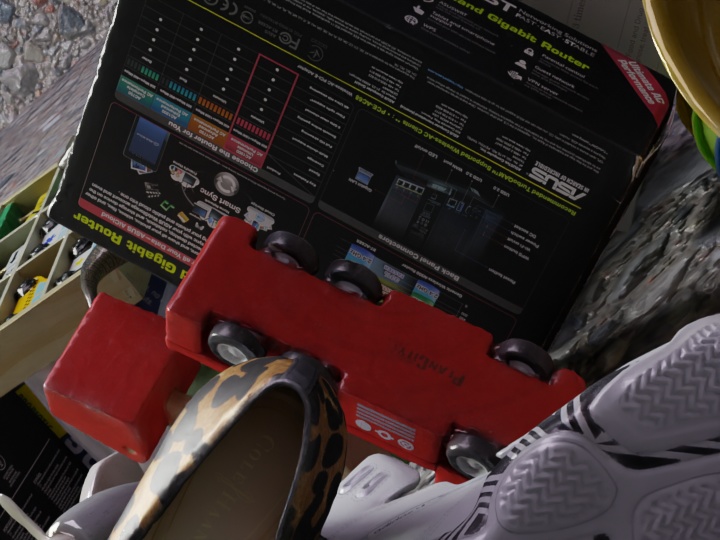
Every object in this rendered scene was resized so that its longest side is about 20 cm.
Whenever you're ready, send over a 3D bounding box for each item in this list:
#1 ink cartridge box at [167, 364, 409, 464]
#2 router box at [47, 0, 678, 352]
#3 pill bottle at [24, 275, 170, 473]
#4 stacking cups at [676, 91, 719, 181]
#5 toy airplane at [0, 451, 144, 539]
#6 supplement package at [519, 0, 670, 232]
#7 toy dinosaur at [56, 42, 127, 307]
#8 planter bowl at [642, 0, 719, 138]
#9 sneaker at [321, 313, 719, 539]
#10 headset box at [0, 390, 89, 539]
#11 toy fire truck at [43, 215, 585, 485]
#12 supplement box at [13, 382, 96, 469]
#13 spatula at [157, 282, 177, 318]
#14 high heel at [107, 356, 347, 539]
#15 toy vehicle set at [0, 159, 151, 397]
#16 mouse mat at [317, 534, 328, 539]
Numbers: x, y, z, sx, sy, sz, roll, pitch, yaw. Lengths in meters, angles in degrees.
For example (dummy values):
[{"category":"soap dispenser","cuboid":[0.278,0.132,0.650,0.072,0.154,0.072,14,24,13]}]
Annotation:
[{"category":"ink cartridge box","cuboid":[0.000,0.000,0.901,0.200,0.103,0.060,-62,-12,-50]},{"category":"router box","cuboid":[-0.003,-0.043,0.778,0.150,0.199,0.062,-65,-5,37]},{"category":"pill bottle","cuboid":[-0.064,0.011,1.033,0.200,0.111,0.111,-45,16,-15]},{"category":"stacking cups","cuboid":[0.155,-0.040,0.738,0.060,0.061,0.200,-38,17,12]},{"category":"toy airplane","cuboid":[-0.137,0.134,0.821,0.200,0.141,0.199,-43,15,-3]},{"category":"supplement package","cuboid":[0.030,-0.114,0.849,0.118,0.199,0.117,-72,-5,-50]},{"category":"toy dinosaur","cuboid":[-0.070,-0.066,0.925,0.077,0.102,0.201,-53,18,45]},{"category":"planter bowl","cuboid":[0.191,-0.086,0.651,0.199,0.084,0.201,-7,63,14]},{"category":"sneaker","cuboid":[0.047,0.077,0.648,0.200,0.075,0.115,-44,18,4]},{"category":"headset box","cuboid":[-0.247,0.110,1.044,0.093,0.200,0.174,-32,19,31]},{"category":"toy fire truck","cuboid":[-0.021,0.048,0.768,0.049,0.199,0.141,-61,-11,-28]},{"category":"supplement box","cuboid":[-0.115,0.011,1.158,0.200,0.109,0.110,-40,15,7]},{"category":"spatula","cuboid":[-0.067,-0.019,0.948,0.056,0.021,0.200,-7,31,14]},{"category":"high heel","cuboid":[-0.065,0.119,0.594,0.143,0.071,0.201,114,-179,-57]},{"category":"toy vehicle set","cuboid":[-0.145,-0.011,1.021,0.124,0.027,0.200,-34,21,19]},{"category":"mouse mat","cuboid":[-0.035,0.155,0.603,0.200,0.007,0.162,174,117,-80]}]
